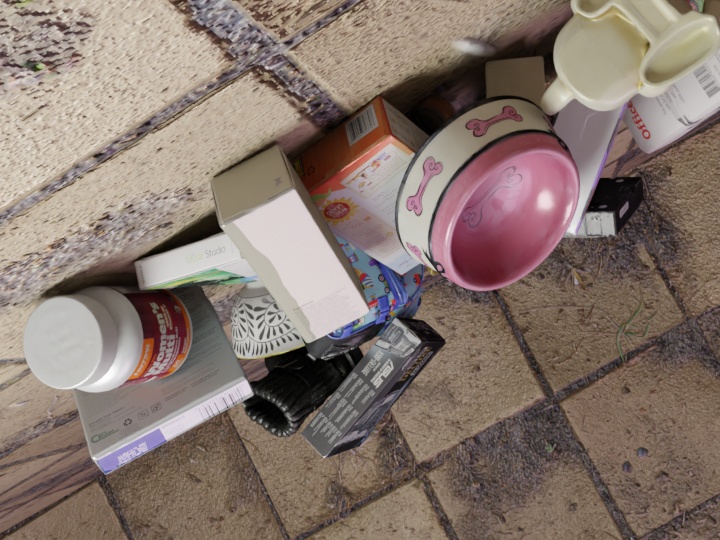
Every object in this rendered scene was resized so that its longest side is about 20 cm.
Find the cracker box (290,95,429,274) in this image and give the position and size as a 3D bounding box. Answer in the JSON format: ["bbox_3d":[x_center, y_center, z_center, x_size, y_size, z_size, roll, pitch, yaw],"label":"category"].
[{"bbox_3d":[0.033,-0.082,1.022,0.133,0.058,0.199,-32,142,24],"label":"cracker box"}]

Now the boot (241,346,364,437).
[{"bbox_3d":[-0.107,0.151,1.333,0.157,0.080,0.210,-37,-162,-33],"label":"boot"}]

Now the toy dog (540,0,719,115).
[{"bbox_3d":[0.275,-0.224,0.958,0.195,0.139,0.199,-56,167,29],"label":"toy dog"}]

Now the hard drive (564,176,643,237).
[{"bbox_3d":[0.255,-0.082,1.267,0.197,0.039,0.139,2,-157,30],"label":"hard drive"}]

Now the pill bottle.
[{"bbox_3d":[-0.267,0.072,1.049,0.108,0.111,0.200,-30,173,12],"label":"pill bottle"}]

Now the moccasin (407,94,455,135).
[{"bbox_3d":[0.097,-0.143,1.101,0.078,0.073,0.202,-50,156,-8],"label":"moccasin"}]

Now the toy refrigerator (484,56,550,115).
[{"bbox_3d":[0.182,-0.179,1.111,0.069,0.078,0.200,-3,176,11],"label":"toy refrigerator"}]

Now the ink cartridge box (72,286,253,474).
[{"bbox_3d":[-0.249,0.121,1.177,0.194,0.201,0.044,-27,132,-8],"label":"ink cartridge box"}]

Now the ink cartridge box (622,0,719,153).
[{"bbox_3d":[0.405,-0.261,1.207,0.083,0.147,0.200,-24,172,-33],"label":"ink cartridge box"}]

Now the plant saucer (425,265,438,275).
[{"bbox_3d":[0.146,-0.108,1.331,0.199,0.048,0.203,-17,124,-57],"label":"plant saucer"}]

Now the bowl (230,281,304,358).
[{"bbox_3d":[-0.107,0.038,1.376,0.197,0.096,0.201,-18,-164,5],"label":"bowl"}]

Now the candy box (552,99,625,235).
[{"bbox_3d":[0.265,-0.160,1.153,0.200,0.070,0.170,-48,157,-61],"label":"candy box"}]

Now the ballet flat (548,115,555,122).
[{"bbox_3d":[0.202,-0.152,1.265,0.070,0.070,0.201,101,16,-50],"label":"ballet flat"}]

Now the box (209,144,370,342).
[{"bbox_3d":[-0.065,-0.020,0.954,0.081,0.069,0.201,-25,137,4],"label":"box"}]

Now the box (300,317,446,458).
[{"bbox_3d":[0.021,0.153,1.303,0.201,0.050,0.157,-51,165,7],"label":"box"}]

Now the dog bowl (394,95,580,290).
[{"bbox_3d":[0.136,-0.068,0.980,0.197,0.074,0.203,-19,133,-21],"label":"dog bowl"}]

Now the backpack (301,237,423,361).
[{"bbox_3d":[0.000,0.000,1.273,0.197,0.185,0.135,-18,165,-26],"label":"backpack"}]

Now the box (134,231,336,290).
[{"bbox_3d":[-0.132,-0.012,1.084,0.142,0.037,0.199,-15,173,29],"label":"box"}]
